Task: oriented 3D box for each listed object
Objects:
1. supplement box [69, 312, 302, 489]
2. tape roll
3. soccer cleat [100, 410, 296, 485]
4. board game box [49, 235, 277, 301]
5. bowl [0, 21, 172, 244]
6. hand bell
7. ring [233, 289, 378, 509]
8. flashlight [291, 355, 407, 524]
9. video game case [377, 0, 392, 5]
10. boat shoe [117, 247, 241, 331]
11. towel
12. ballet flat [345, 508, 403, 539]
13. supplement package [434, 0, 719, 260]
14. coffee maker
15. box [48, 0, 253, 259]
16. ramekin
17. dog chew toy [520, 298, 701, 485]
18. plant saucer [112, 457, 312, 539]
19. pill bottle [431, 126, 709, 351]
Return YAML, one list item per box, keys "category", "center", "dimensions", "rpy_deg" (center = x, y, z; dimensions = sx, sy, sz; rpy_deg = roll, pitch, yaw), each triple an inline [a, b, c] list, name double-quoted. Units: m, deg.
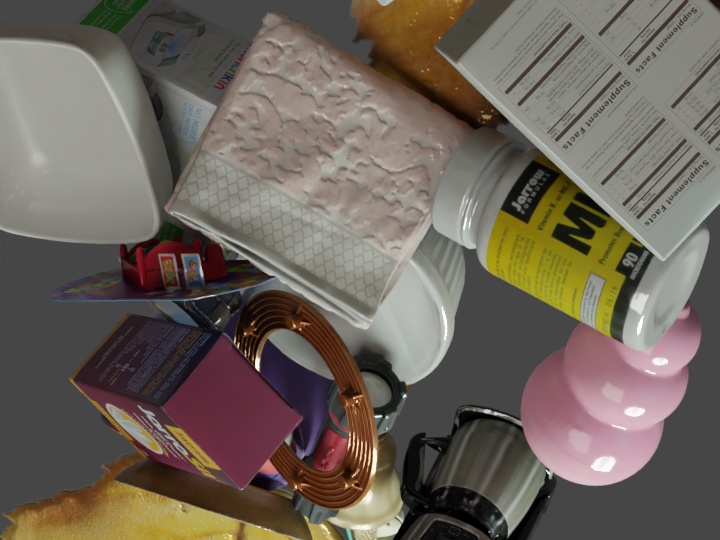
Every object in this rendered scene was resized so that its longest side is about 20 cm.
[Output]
- category: "supplement box"
  center: [-0.155, 0.111, 1.649]
  dimensions: [0.110, 0.086, 0.200]
  rpy_deg: [49, 160, -24]
- category: "tape roll"
  center: [-0.127, 0.116, 1.843]
  dimensions: [0.199, 0.085, 0.201]
  rpy_deg: [17, 135, 18]
- category: "soccer cleat"
  center: [-0.153, 0.159, 1.789]
  dimensions: [0.199, 0.068, 0.073]
  rpy_deg: [8, 134, 20]
- category: "board game box"
  center: [-0.158, -0.010, 1.572]
  dimensions: [0.199, 0.158, 0.039]
  rpy_deg: [0, 102, 29]
- category: "bowl"
  center: [-0.248, -0.122, 1.566]
  dimensions: [0.199, 0.075, 0.201]
  rpy_deg: [5, 128, 29]
- category: "hand bell"
  center: [0.016, 0.143, 1.773]
  dimensions: [0.104, 0.104, 0.200]
  rpy_deg: [26, 135, 6]
- category: "ring"
  center: [-0.054, 0.114, 1.639]
  dimensions: [0.200, 0.019, 0.201]
  rpy_deg: [31, 130, 44]
- category: "flashlight"
  center: [-0.016, 0.157, 1.689]
  dimensions: [0.068, 0.068, 0.200]
  rpy_deg: [48, 142, 21]
- category: "video game case"
  center: [0.018, -0.311, 1.410]
  dimensions: [0.182, 0.022, 0.200]
  rpy_deg: [45, 137, -13]
- category: "boat shoe"
  center: [-0.167, 0.014, 1.747]
  dimensions: [0.072, 0.059, 0.200]
  rpy_deg: [52, 172, -28]
- category: "towel"
  center: [-0.031, -0.081, 1.524]
  dimensions: [0.199, 0.192, 0.032]
  rpy_deg: [30, 170, -11]
- category: "ballet flat"
  center: [0.016, 0.267, 1.926]
  dimensions: [0.065, 0.071, 0.201]
  rpy_deg: [-8, 132, 2]
- category: "supplement package"
  center: [0.179, -0.139, 1.337]
  dimensions: [0.200, 0.152, 0.151]
  rpy_deg: [42, 96, -10]
- category: "coffee maker"
  center: [0.101, 0.260, 1.755]
  dimensions: [0.134, 0.200, 0.193]
  rpy_deg: [4, 130, 29]
- category: "box"
  center: [-0.167, -0.121, 1.641]
  dimensions: [0.176, 0.097, 0.200]
  rpy_deg: [29, 137, 8]
- category: "ramekin"
  center: [0.000, 0.000, 1.654]
  dimensions: [0.201, 0.094, 0.203]
  rpy_deg: [17, 135, 17]
- category: "dog chew toy"
  center: [0.217, 0.089, 1.594]
  dimensions: [0.124, 0.125, 0.200]
  rpy_deg: [31, 130, 2]
- category: "plant saucer"
  center: [-0.134, 0.212, 1.791]
  dimensions: [0.199, 0.036, 0.200]
  rpy_deg: [17, 172, 2]
- category: "pill bottle"
  center: [0.163, -0.029, 1.501]
  dimensions: [0.199, 0.114, 0.115]
  rpy_deg: [28, 139, 21]
